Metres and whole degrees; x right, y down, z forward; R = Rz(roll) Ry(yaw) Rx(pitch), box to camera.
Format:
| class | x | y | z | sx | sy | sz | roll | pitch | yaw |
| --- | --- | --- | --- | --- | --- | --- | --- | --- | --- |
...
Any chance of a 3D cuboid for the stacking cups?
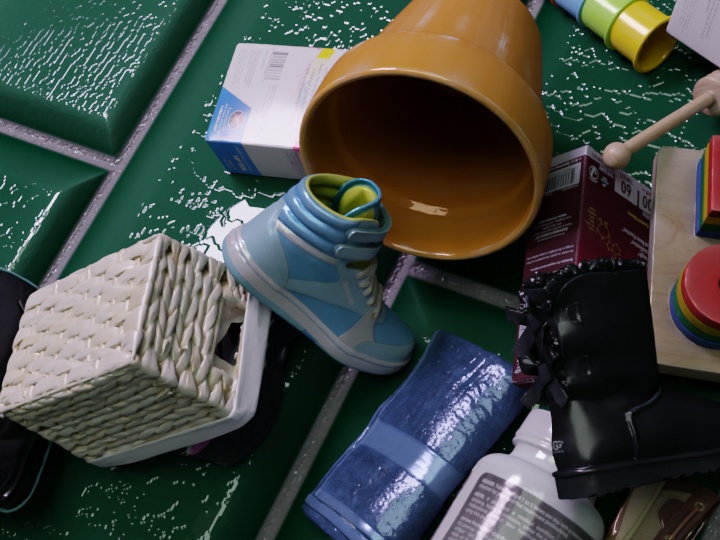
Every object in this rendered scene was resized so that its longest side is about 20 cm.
| class | x | y | z | sx | sy | sz | roll | pitch | yaw |
| --- | --- | --- | --- | --- | --- | --- | --- | --- | --- |
| stacking cups | 0.219 | -0.269 | 1.106 | 0.060 | 0.061 | 0.200 | -38 | 57 | -6 |

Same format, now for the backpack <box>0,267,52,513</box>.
| class | x | y | z | sx | sy | sz | roll | pitch | yaw |
| --- | --- | --- | --- | --- | --- | --- | --- | --- | --- |
| backpack | -0.349 | 0.101 | 1.004 | 0.153 | 0.176 | 0.200 | -14 | 43 | 43 |

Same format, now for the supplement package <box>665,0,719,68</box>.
| class | x | y | z | sx | sy | sz | roll | pitch | yaw |
| --- | --- | --- | --- | --- | --- | --- | --- | --- | --- |
| supplement package | 0.388 | -0.218 | 0.975 | 0.121 | 0.120 | 0.200 | -28 | 57 | -29 |

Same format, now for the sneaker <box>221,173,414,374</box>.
| class | x | y | z | sx | sy | sz | roll | pitch | yaw |
| --- | --- | --- | --- | --- | --- | --- | --- | --- | --- |
| sneaker | 0.000 | 0.000 | 0.937 | 0.131 | 0.200 | 0.080 | -41 | 32 | 23 |

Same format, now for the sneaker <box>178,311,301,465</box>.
| class | x | y | z | sx | sy | sz | roll | pitch | yaw |
| --- | --- | --- | --- | --- | --- | --- | --- | --- | --- |
| sneaker | -0.113 | 0.078 | 1.019 | 0.086 | 0.080 | 0.200 | 8 | 62 | 38 |

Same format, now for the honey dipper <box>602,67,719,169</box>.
| class | x | y | z | sx | sy | sz | roll | pitch | yaw |
| --- | --- | --- | --- | --- | --- | --- | --- | --- | --- |
| honey dipper | 0.272 | -0.129 | 0.975 | 0.038 | 0.038 | 0.200 | 36 | 48 | 27 |

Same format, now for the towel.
| class | x | y | z | sx | sy | sz | roll | pitch | yaw |
| --- | --- | --- | --- | --- | --- | --- | --- | --- | --- |
| towel | 0.046 | 0.142 | 0.925 | 0.200 | 0.049 | 0.112 | -48 | 35 | -12 |

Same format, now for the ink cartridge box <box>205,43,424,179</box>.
| class | x | y | z | sx | sy | sz | roll | pitch | yaw |
| --- | --- | --- | --- | --- | --- | --- | --- | --- | --- |
| ink cartridge box | -0.035 | -0.150 | 1.104 | 0.200 | 0.067 | 0.116 | 8 | 67 | 19 |

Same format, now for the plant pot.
| class | x | y | z | sx | sy | sz | roll | pitch | yaw |
| --- | --- | --- | --- | --- | --- | --- | --- | --- | --- |
| plant pot | 0.072 | -0.143 | 0.957 | 0.200 | 0.200 | 0.183 | 8 | 49 | 19 |

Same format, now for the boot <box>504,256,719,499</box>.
| class | x | y | z | sx | sy | sz | roll | pitch | yaw |
| --- | --- | --- | --- | --- | --- | --- | --- | --- | --- |
| boot | 0.203 | 0.071 | 0.832 | 0.198 | 0.073 | 0.163 | -6 | 83 | -25 |

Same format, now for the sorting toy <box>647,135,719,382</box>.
| class | x | y | z | sx | sy | sz | roll | pitch | yaw |
| --- | --- | --- | --- | --- | --- | --- | --- | --- | --- |
| sorting toy | 0.336 | -0.010 | 0.905 | 0.200 | 0.070 | 0.199 | 8 | 66 | 3 |

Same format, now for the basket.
| class | x | y | z | sx | sy | sz | roll | pitch | yaw |
| --- | --- | --- | --- | --- | --- | --- | --- | --- | --- |
| basket | -0.188 | 0.067 | 0.948 | 0.200 | 0.123 | 0.136 | -20 | 50 | 36 |

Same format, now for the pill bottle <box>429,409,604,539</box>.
| class | x | y | z | sx | sy | sz | roll | pitch | yaw |
| --- | --- | --- | --- | --- | --- | --- | --- | --- | --- |
| pill bottle | 0.113 | 0.209 | 0.859 | 0.111 | 0.111 | 0.200 | 27 | 74 | 25 |

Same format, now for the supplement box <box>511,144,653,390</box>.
| class | x | y | z | sx | sy | sz | roll | pitch | yaw |
| --- | --- | --- | --- | --- | --- | --- | --- | --- | --- |
| supplement box | 0.188 | 0.012 | 0.933 | 0.061 | 0.109 | 0.200 | -18 | 55 | 47 |

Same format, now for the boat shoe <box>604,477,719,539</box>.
| class | x | y | z | sx | sy | sz | roll | pitch | yaw |
| --- | --- | --- | --- | --- | --- | --- | --- | --- | --- |
| boat shoe | 0.205 | 0.239 | 0.845 | 0.072 | 0.072 | 0.200 | 24 | 66 | 25 |
